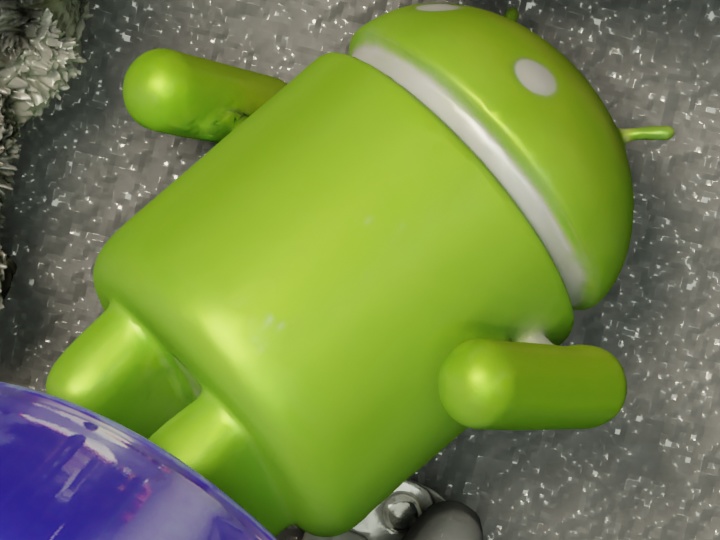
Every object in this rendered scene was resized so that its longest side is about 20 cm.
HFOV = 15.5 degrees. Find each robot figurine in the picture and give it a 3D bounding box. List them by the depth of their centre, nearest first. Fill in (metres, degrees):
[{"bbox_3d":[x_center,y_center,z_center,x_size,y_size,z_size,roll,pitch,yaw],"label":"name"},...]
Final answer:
[{"bbox_3d":[0.000,0.000,0.811,0.200,0.116,0.175,-41,57,-12],"label":"robot figurine"}]

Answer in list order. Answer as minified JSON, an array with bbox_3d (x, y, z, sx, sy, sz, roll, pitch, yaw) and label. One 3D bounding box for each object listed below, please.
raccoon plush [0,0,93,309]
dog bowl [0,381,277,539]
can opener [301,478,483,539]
[{"bbox_3d":[-0.148,-0.050,0.787,0.097,0.200,0.134,25,107,13],"label":"raccoon plush"},{"bbox_3d":[-0.092,0.130,0.783,0.200,0.200,0.079,42,53,-4],"label":"dog bowl"},{"bbox_3d":[-0.019,0.159,0.869,0.052,0.066,0.201,22,101,-4],"label":"can opener"}]
